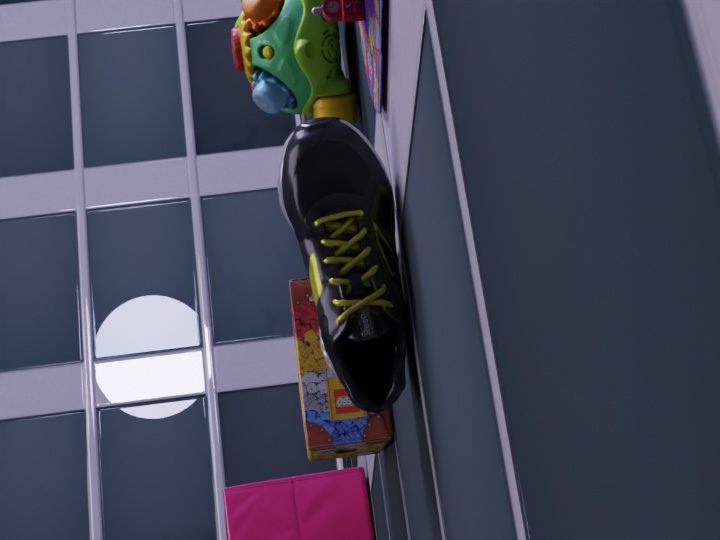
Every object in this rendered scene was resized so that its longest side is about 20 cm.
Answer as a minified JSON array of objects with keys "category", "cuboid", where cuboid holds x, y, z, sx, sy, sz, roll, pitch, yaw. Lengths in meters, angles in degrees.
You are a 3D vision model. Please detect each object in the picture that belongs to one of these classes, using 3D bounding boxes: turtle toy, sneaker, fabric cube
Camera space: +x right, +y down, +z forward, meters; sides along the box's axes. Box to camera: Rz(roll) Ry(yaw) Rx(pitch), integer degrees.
[{"category":"turtle toy","cuboid":[-0.062,-0.201,1.062,0.200,0.100,0.148,-109,13,-74]},{"category":"sneaker","cuboid":[0.000,0.000,0.780,0.085,0.074,0.202,-117,11,-63]},{"category":"fabric cube","cuboid":[-0.076,0.400,1.661,0.197,0.197,0.202,93,167,-67]}]

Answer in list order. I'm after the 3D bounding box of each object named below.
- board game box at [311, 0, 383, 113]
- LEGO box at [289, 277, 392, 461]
[{"category":"board game box","cuboid":[-0.015,-0.198,0.780,0.201,0.038,0.160,89,174,-61]},{"category":"LEGO box","cuboid":[-0.021,0.096,1.140,0.200,0.076,0.151,100,164,-78]}]
